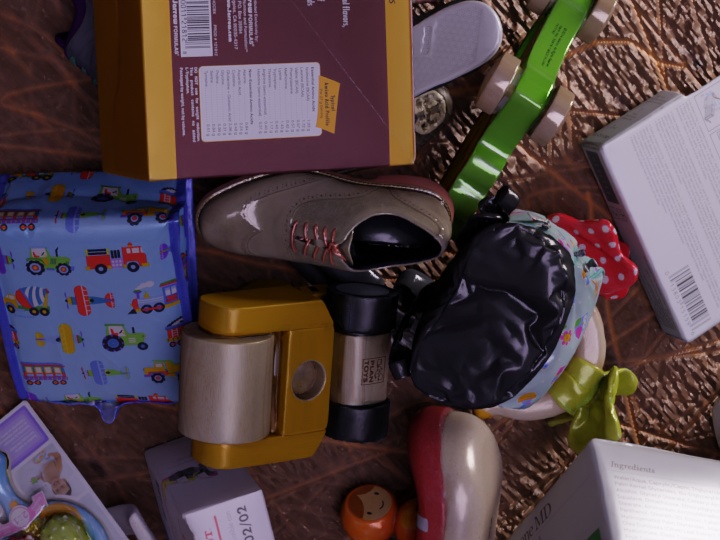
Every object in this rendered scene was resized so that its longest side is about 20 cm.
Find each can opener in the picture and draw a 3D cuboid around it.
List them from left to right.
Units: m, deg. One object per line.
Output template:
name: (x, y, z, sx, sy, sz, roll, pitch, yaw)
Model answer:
can opener: (0.000, 0.000, 1.465, 0.200, 0.053, 0.067, 44, 55, -21)

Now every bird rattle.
bird rattle: (0.160, 0.055, 1.497, 0.162, 0.113, 0.202, -8, 103, 2)

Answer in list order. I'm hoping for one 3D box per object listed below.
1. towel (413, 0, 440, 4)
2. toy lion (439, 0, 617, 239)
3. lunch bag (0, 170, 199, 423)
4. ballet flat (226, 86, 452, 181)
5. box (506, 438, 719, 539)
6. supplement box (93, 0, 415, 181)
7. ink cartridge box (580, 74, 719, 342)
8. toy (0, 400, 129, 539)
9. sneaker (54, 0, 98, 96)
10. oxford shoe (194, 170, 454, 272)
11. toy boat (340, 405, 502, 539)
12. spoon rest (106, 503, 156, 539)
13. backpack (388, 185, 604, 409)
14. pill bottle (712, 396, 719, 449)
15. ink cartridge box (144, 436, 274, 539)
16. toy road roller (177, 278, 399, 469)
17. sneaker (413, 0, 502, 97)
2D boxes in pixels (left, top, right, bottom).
towel: (0.046, -0.312, 1.396, 0.146, 0.022, 0.202, -11, 102, -24)
toy lion: (0.115, -0.124, 1.411, 0.068, 0.192, 0.201, 30, 52, -3)
lunch bag: (-0.200, 0.031, 1.362, 0.149, 0.094, 0.202, -1, 118, 2)
ballet flat: (-0.014, -0.105, 1.428, 0.198, 0.046, 0.068, -18, 108, -13)
box: (0.247, 0.276, 1.493, 0.198, 0.172, 0.199, 12, 137, -19)
supplement box: (-0.078, -0.171, 1.264, 0.198, 0.133, 0.199, -5, 98, -22)
ink cartridge box: (0.306, -0.067, 1.541, 0.173, 0.044, 0.201, -31, 109, -13)
toy: (-0.252, 0.214, 1.379, 0.115, 0.047, 0.200, -38, 79, 1)
sneaker: (-0.185, -0.154, 1.366, 0.087, 0.074, 0.202, 0, 114, 17)
oxford shoe: (-0.029, -0.035, 1.330, 0.198, 0.075, 0.071, -3, 117, 4)
toy boat: (0.046, 0.212, 1.497, 0.130, 0.131, 0.202, 9, 104, 12)
spoon rest: (-0.258, 0.245, 1.438, 0.199, 0.061, 0.100, -26, 108, 4)
backpack: (0.115, 0.028, 1.374, 0.126, 0.200, 0.167, 37, 102, 6)
pill bottle: (0.427, 0.125, 1.586, 0.199, 0.113, 0.114, -23, 109, -11)
ink cartridge box: (-0.109, 0.214, 1.392, 0.067, 0.200, 0.116, -17, 108, -13)
toy road roller: (-0.072, 0.068, 1.384, 0.199, 0.146, 0.124, -6, 106, -38)
sneaker: (0.026, -0.161, 1.404, 0.199, 0.099, 0.071, -19, 94, 16)
